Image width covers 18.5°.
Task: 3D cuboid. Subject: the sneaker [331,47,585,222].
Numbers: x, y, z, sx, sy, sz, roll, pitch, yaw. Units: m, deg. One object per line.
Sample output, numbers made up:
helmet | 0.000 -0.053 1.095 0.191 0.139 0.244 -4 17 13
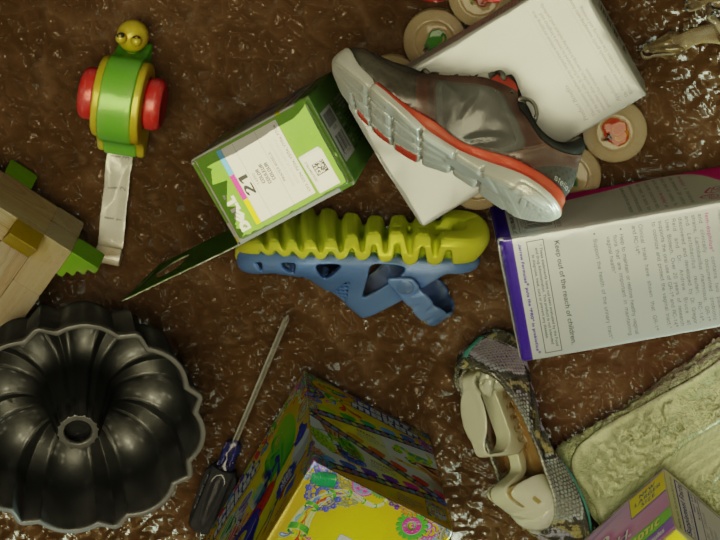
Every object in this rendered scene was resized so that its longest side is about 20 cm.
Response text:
sneaker | 0.074 -0.115 1.610 0.200 0.077 0.082 33 76 -1

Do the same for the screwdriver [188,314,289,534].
screwdriver | -0.095 0.124 1.789 0.028 0.029 0.200 23 101 0

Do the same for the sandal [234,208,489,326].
sandal | 0.000 0.000 1.727 0.200 0.079 0.087 4 116 9

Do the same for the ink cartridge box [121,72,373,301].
ink cartridge box | -0.099 -0.064 1.683 0.200 0.148 0.076 -27 98 11

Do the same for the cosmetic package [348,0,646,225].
cosmetic package | 0.104 -0.133 1.667 0.200 0.081 0.113 -28 98 12

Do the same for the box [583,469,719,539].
box | 0.248 0.291 1.729 0.200 0.097 0.176 41 108 -14

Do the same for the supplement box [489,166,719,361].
supplement box | 0.207 -0.008 1.678 0.200 0.101 0.103 -11 106 4

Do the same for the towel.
towel | 0.271 0.149 1.750 0.200 0.036 0.148 -35 98 12

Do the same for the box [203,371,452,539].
box | -0.037 0.217 1.709 0.122 0.193 0.200 28 103 -11

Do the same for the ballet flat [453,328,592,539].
ballet flat | 0.120 0.148 1.746 0.072 0.072 0.200 -20 98 10

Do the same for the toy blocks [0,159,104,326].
toy blocks | -0.322 -0.019 1.753 0.200 0.100 0.137 33 117 -12

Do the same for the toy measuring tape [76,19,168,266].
toy measuring tape | -0.191 -0.097 1.726 0.074 0.074 0.200 10 103 4

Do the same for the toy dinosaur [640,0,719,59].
toy dinosaur | 0.311 -0.174 1.648 0.200 0.101 0.058 14 68 16

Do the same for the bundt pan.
bundt pan | -0.224 0.107 1.749 0.202 0.076 0.202 -3 121 -6

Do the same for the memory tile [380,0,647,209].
memory tile | 0.110 -0.126 1.716 0.200 0.017 0.153 45 103 -5

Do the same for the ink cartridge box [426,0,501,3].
ink cartridge box | 0.015 -0.270 1.660 0.200 0.067 0.116 11 103 9
